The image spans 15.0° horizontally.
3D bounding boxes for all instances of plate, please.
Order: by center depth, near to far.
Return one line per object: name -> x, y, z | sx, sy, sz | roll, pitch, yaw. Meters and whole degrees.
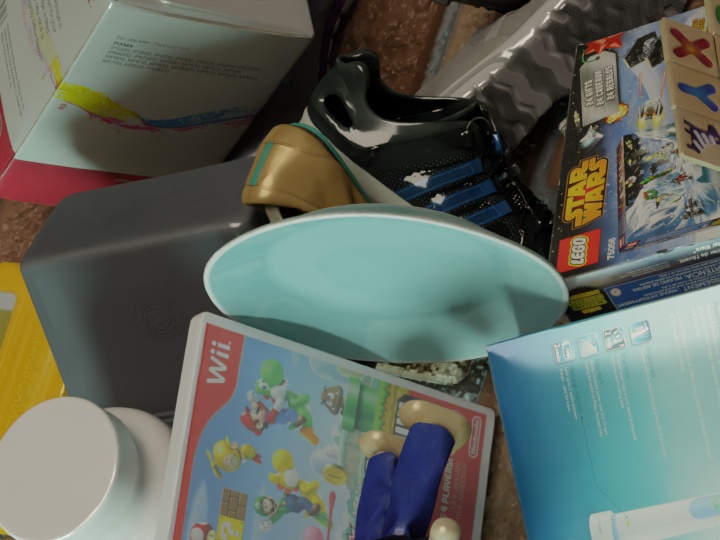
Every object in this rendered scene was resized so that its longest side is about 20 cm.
plate -> 0.015, 0.003, 1.482 | 0.199, 0.200, 0.026 | -8, 63, 25

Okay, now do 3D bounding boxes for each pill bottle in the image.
pill bottle -> -0.124, 0.147, 1.561 | 0.112, 0.200, 0.114 | -12, 62, 23

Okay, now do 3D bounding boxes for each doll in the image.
doll -> 0.015, 0.163, 1.450 | 0.136, 0.048, 0.201 | -39, 28, 44

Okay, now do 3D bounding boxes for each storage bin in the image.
storage bin -> -0.098, 0.011, 1.632 | 0.199, 0.135, 0.146 | -10, 30, 24

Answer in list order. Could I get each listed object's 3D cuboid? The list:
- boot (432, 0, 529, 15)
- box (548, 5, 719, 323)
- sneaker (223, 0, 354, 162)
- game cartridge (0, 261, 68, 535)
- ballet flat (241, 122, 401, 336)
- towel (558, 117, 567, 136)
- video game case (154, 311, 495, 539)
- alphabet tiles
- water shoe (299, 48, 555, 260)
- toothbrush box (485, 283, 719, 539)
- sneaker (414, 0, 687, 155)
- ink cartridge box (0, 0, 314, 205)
boot -> 0.105, -0.245, 1.685 | 0.069, 0.200, 0.175 | 21, 110, 28
box -> 0.180, -0.067, 1.530 | 0.136, 0.040, 0.201 | -15, 41, 25
sneaker -> -0.057, -0.159, 1.740 | 0.074, 0.088, 0.201 | 9, 71, 31
game cartridge -> -0.269, 0.076, 1.777 | 0.199, 0.032, 0.177 | 6, 70, 31
ballet flat -> 0.000, 0.000, 1.572 | 0.068, 0.200, 0.063 | -3, 47, 53
towel -> 0.221, -0.052, 1.574 | 0.192, 0.035, 0.201 | -26, 58, 15
video game case -> -0.017, 0.119, 1.533 | 0.017, 0.199, 0.144 | -26, 50, 55
alphabet tiles -> 0.252, -0.072, 1.479 | 0.006, 0.199, 0.167 | -52, 30, 43
water shoe -> 0.060, -0.056, 1.583 | 0.199, 0.072, 0.079 | 27, 114, -2
toothbrush box -> 0.185, 0.088, 1.471 | 0.199, 0.085, 0.148 | -17, 81, 22
sneaker -> 0.108, -0.143, 1.655 | 0.199, 0.075, 0.082 | -35, 34, -2
ink cartridge box -> -0.142, -0.153, 1.697 | 0.200, 0.144, 0.146 | -50, 43, 45
